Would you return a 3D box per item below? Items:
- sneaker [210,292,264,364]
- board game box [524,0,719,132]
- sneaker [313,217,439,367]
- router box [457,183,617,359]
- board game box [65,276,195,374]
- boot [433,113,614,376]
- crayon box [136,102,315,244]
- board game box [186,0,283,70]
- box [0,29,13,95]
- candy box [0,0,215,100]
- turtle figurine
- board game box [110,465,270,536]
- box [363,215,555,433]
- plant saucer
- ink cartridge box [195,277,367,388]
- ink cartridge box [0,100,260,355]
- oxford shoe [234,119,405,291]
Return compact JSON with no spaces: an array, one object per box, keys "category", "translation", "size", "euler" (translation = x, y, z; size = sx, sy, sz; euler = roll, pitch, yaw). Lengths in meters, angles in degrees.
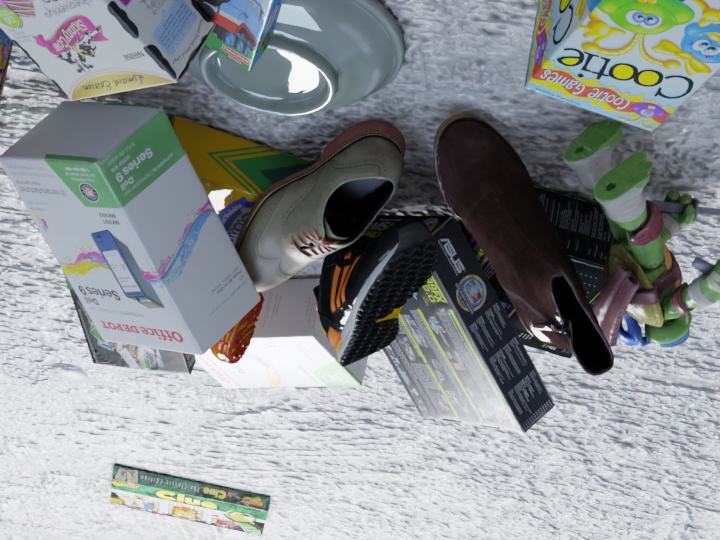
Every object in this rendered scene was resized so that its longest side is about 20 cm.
[{"category":"sneaker","translation":[-0.125,0.024,1.917],"size":[0.077,0.200,0.073],"euler":[17,112,-7]},{"category":"board game box","translation":[0.199,-0.191,1.416],"size":[0.104,0.103,0.200],"euler":[17,154,-13]},{"category":"sneaker","translation":[0.000,0.000,1.796],"size":[0.070,0.090,0.200],"euler":[-23,158,-26]},{"category":"router box","translation":[0.152,0.000,1.881],"size":[0.149,0.062,0.200],"euler":[16,155,-10]},{"category":"board game box","translation":[-0.225,0.019,2.022],"size":[0.104,0.024,0.200],"euler":[8,137,19]},{"category":"boot","translation":[0.133,-0.023,1.684],"size":[0.200,0.072,0.166],"euler":[62,175,-20]},{"category":"crayon box","translation":[-0.122,-0.068,1.866],"size":[0.199,0.052,0.126],"euler":[19,154,-15]},{"category":"board game box","translation":[-0.117,-0.234,1.485],"size":[0.151,0.037,0.200],"euler":[31,153,2]},{"category":"box","translation":[-0.400,-0.127,1.775],"size":[0.192,0.122,0.200],"euler":[14,155,-9]},{"category":"candy box","translation":[-0.217,-0.213,1.517],"size":[0.136,0.061,0.200],"euler":[-4,138,48]},{"category":"turtle figurine","translation":[0.258,-0.036,1.704],"size":[0.199,0.144,0.194],"euler":[-13,131,29]},{"category":"board game box","translation":[-0.215,0.289,2.688],"size":[0.199,0.024,0.105],"euler":[12,153,-2]},{"category":"box","translation":[0.067,0.045,1.876],"size":[0.160,0.044,0.200],"euler":[2,126,57]},{"category":"plant saucer","translation":[-0.067,-0.166,1.642],"size":[0.199,0.050,0.200],"euler":[9,155,4]},{"category":"ink cartridge box","translation":[-0.103,0.065,2.116],"size":[0.199,0.068,0.117],"euler":[-3,151,28]},{"category":"ink cartridge box","translation":[-0.191,-0.035,1.795],"size":[0.145,0.088,0.200],"euler":[7,134,47]},{"category":"oxford shoe","translation":[-0.040,-0.041,1.777],"size":[0.070,0.075,0.200],"euler":[30,122,-23]}]
